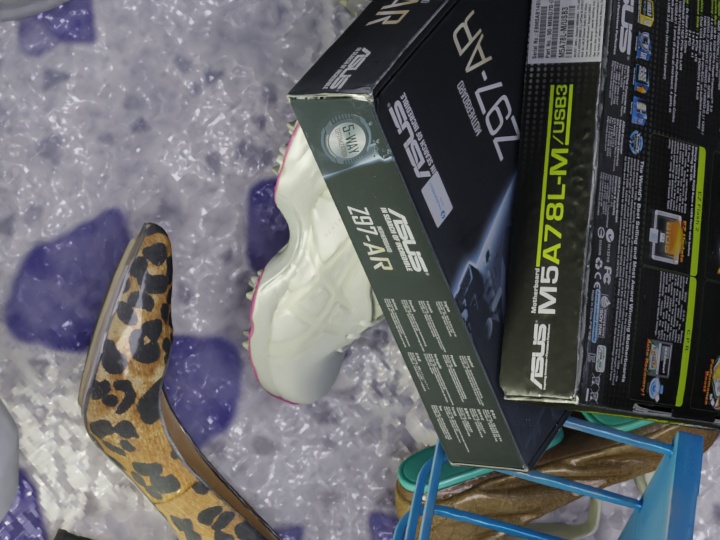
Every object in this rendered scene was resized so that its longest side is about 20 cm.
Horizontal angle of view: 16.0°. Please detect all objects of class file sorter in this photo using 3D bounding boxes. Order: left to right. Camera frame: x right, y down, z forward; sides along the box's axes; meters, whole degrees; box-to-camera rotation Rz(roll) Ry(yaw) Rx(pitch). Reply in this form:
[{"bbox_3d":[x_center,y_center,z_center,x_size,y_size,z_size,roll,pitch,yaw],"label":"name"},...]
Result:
[{"bbox_3d":[0.067,0.171,1.191,0.122,0.200,0.139,16,50,-3],"label":"file sorter"}]

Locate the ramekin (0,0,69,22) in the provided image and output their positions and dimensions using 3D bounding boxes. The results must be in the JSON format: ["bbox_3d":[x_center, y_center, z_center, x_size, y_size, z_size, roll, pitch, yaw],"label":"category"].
[{"bbox_3d":[-0.182,-0.217,1.196,0.200,0.098,0.201,0,94,-7],"label":"ramekin"}]

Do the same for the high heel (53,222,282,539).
[{"bbox_3d":[-0.067,0.080,1.241,0.142,0.071,0.201,11,109,-2],"label":"high heel"}]

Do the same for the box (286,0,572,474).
[{"bbox_3d":[0.060,-0.040,1.112,0.160,0.043,0.200,-50,129,-39],"label":"box"}]

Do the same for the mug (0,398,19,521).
[{"bbox_3d":[-0.236,0.060,1.163,0.149,0.187,0.153,-39,109,-3],"label":"mug"}]

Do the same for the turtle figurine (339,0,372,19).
[{"bbox_3d":[0.025,-0.177,1.207,0.193,0.200,0.144,-26,131,-9],"label":"turtle figurine"}]

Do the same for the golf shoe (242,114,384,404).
[{"bbox_3d":[0.000,0.000,1.200,0.091,0.200,0.075,27,47,14],"label":"golf shoe"}]

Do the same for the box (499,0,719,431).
[{"bbox_3d":[0.139,-0.032,1.143,0.047,0.193,0.201,2,85,36],"label":"box"}]

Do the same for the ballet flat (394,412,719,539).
[{"bbox_3d":[0.116,0.097,1.280,0.199,0.068,0.073,-23,117,-5],"label":"ballet flat"}]
